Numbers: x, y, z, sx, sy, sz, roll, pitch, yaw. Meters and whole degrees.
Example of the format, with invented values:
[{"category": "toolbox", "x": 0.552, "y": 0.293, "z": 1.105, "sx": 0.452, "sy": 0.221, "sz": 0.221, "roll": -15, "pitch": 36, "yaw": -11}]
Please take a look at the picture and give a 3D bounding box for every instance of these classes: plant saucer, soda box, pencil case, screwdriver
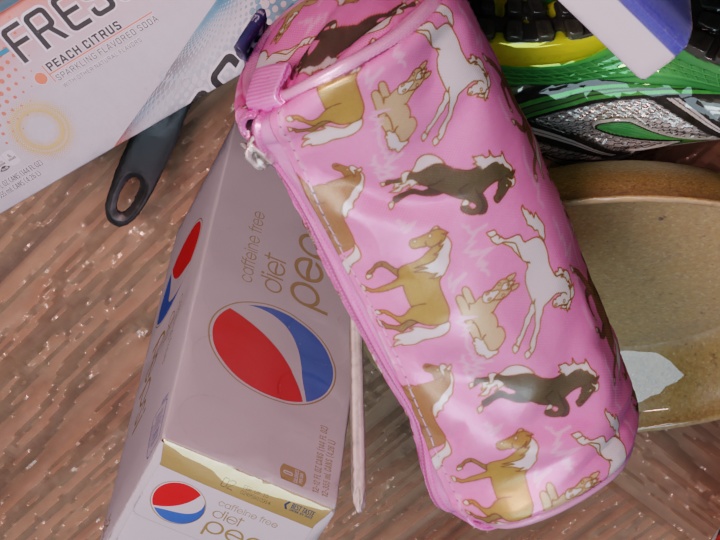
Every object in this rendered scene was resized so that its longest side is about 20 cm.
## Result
[{"category": "plant saucer", "x": 0.099, "y": 0.008, "z": 0.884, "sx": 0.200, "sy": 0.036, "sz": 0.200, "roll": 0, "pitch": 151, "yaw": 0}, {"category": "soda box", "x": -0.041, "y": 0.031, "z": 0.846, "sx": 0.068, "sy": 0.200, "sz": 0.064, "roll": 23, "pitch": 126, "yaw": -11}, {"category": "pencil case", "x": 0.029, "y": -0.004, "z": 0.763, "sx": 0.086, "sy": 0.083, "sz": 0.200, "roll": -17, "pitch": 120, "yaw": 19}, {"category": "soda box", "x": -0.072, "y": -0.101, "z": 0.802, "sx": 0.200, "sy": 0.064, "sz": 0.068, "roll": -27, "pitch": 118, "yaw": 26}, {"category": "screwdriver", "x": 0.000, "y": 0.000, "z": 0.821, "sx": 0.028, "sy": 0.200, "sz": 0.029, "roll": 17, "pitch": 134, "yaw": -22}]

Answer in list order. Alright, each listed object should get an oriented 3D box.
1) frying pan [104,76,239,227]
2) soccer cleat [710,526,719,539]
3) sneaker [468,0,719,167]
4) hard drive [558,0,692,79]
[{"category": "frying pan", "x": -0.044, "y": -0.094, "z": 0.857, "sx": 0.115, "sy": 0.031, "sz": 0.190, "roll": 6, "pitch": 130, "yaw": 5}, {"category": "soccer cleat", "x": 0.209, "y": 0.079, "z": 0.945, "sx": 0.069, "sy": 0.085, "sz": 0.200, "roll": 38, "pitch": 102, "yaw": 10}, {"category": "sneaker", "x": 0.110, "y": -0.079, "z": 0.837, "sx": 0.200, "sy": 0.078, "sz": 0.085, "roll": 7, "pitch": 142, "yaw": 4}, {"category": "hard drive", "x": 0.033, "y": -0.165, "z": 0.732, "sx": 0.025, "sy": 0.132, "sz": 0.200, "roll": -37, "pitch": 116, "yaw": 28}]
